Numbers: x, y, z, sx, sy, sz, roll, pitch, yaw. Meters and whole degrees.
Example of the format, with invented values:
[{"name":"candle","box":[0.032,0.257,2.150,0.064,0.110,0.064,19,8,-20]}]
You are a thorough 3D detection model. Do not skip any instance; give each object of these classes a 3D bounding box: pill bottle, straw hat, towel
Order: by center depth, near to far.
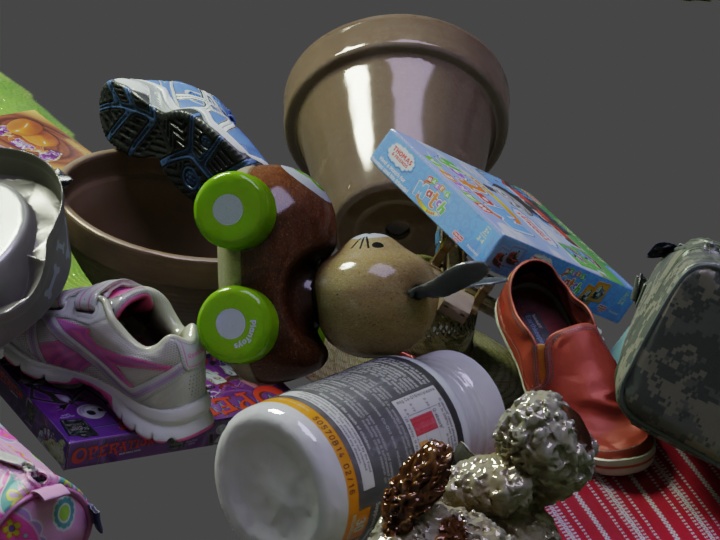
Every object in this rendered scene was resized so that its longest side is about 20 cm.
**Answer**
[{"name":"pill bottle","box":[0.004,0.124,1.637,0.116,0.117,0.200,31,32,33]},{"name":"towel","box":[0.187,0.169,1.666,0.200,0.023,0.145,-16,37,-14]},{"name":"straw hat","box":[0.045,0.035,1.870,0.201,0.085,0.201,10,27,-5]}]

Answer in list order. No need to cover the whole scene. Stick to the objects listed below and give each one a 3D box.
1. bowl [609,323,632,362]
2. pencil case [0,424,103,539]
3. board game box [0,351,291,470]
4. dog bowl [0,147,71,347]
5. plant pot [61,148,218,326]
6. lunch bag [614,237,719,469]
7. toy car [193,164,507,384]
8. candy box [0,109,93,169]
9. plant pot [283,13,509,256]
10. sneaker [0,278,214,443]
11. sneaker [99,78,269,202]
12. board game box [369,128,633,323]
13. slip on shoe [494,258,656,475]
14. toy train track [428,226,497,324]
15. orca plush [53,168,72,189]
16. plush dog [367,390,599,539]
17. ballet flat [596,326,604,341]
[{"name":"bowl","box":[0.264,0.098,1.823,0.200,0.105,0.201,9,27,-5]},{"name":"pencil case","box":[-0.257,0.128,1.552,0.087,0.088,0.200,-11,34,-40]},{"name":"board game box","box":[-0.154,0.092,1.737,0.200,0.032,0.120,-7,36,-35]},{"name":"dog bowl","box":[-0.297,-0.005,1.687,0.200,0.059,0.200,-12,37,9]},{"name":"plant pot","box":[-0.149,-0.015,1.876,0.200,0.093,0.201,11,26,-5]},{"name":"lunch bag","box":[0.281,0.065,1.676,0.200,0.140,0.168,25,11,2]},{"name":"toy car","box":[0.000,0.000,1.693,0.200,0.158,0.164,-2,-4,13]},{"name":"candy box","box":[-0.320,-0.074,1.962,0.200,0.057,0.117,-15,38,-41]},{"name":"plant pot","box":[0.033,-0.091,2.037,0.200,0.200,0.175,8,44,-9]},{"name":"sneaker","box":[-0.181,0.040,1.693,0.200,0.088,0.081,25,29,22]},{"name":"sneaker","box":[-0.124,-0.107,1.881,0.077,0.076,0.200,-16,39,-38]},{"name":"board game box","box":[0.116,-0.034,1.891,0.200,0.037,0.151,20,21,-50]},{"name":"slip on shoe","box":[0.154,0.070,1.727,0.074,0.061,0.200,-15,49,-15]},{"name":"toy train track","box":[0.077,-0.014,1.860,0.115,0.033,0.200,28,19,-9]},{"name":"orca plush","box":[-0.301,-0.002,1.800,0.105,0.071,0.200,17,48,27]},{"name":"plush dog","box":[0.064,0.187,1.517,0.160,0.200,0.172,-11,-1,36]},{"name":"ballet flat","box":[0.159,0.050,1.880,0.065,0.071,0.200,4,18,-5]}]
